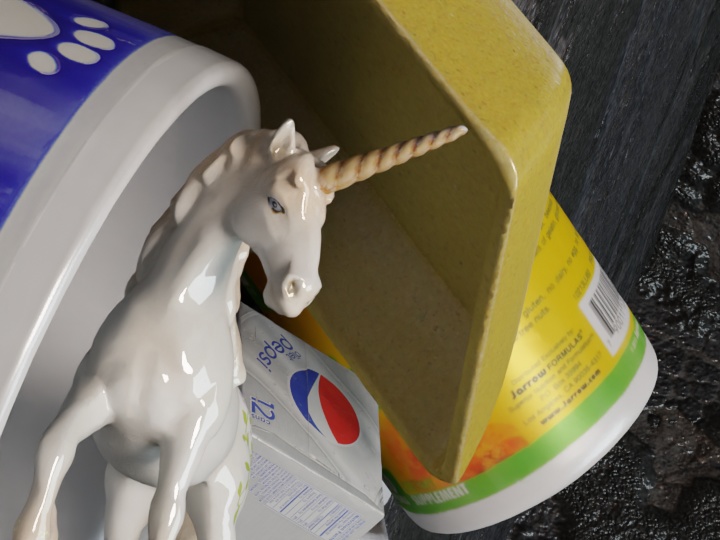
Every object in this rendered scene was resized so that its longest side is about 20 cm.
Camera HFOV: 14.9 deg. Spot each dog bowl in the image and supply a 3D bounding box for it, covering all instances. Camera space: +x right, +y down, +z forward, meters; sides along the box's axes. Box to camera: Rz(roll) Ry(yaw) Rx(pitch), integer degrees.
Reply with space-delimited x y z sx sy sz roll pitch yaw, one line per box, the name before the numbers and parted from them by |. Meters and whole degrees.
dog bowl | -0.107 0.017 0.800 0.200 0.078 0.201 24 90 -81

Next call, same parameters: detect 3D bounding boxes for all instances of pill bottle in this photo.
pill bottle | 0.011 -0.014 0.990 0.111 0.200 0.111 -32 -164 10

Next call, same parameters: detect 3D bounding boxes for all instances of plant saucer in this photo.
plant saucer | -0.004 -0.060 0.822 0.048 0.200 0.200 -29 157 -19

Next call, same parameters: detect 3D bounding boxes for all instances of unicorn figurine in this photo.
unicorn figurine | -0.050 0.042 0.759 0.200 0.074 0.138 128 -19 -67

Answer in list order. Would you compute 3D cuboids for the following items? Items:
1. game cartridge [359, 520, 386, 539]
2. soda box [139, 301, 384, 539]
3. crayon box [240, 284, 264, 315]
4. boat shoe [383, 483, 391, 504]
game cartridge | -0.025 0.149 1.033 0.200 0.041 0.134 -115 -143 -88
soda box | -0.079 0.104 0.933 0.200 0.063 0.068 -44 -152 26
crayon box | 0.000 0.000 1.154 0.119 0.058 0.200 -49 -170 -2
boat shoe | -0.016 0.045 1.303 0.200 0.067 0.072 -86 171 -55
